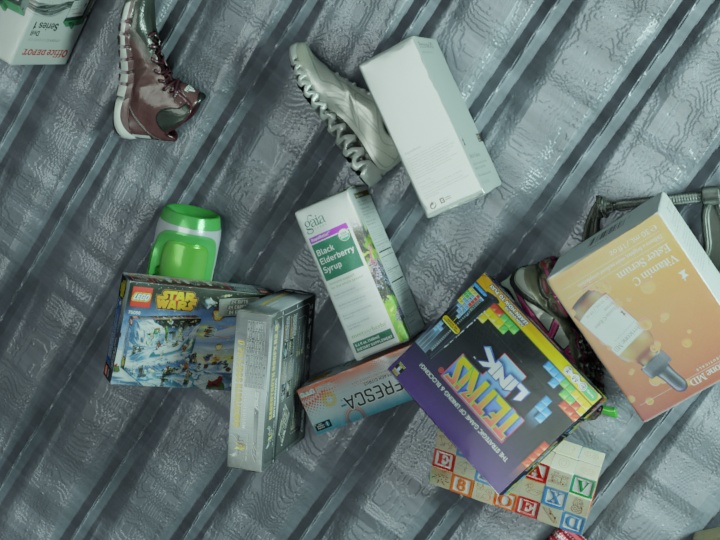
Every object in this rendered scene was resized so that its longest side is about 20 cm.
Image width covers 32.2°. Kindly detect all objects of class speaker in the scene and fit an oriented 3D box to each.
[{"bbox_3d":[-0.239,0.019,1.636,0.088,0.088,0.201,17,103,15],"label":"speaker"}]

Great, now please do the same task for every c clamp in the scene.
[{"bbox_3d":[0.352,-0.058,1.462,0.199,0.027,0.172,-11,101,19],"label":"c clamp"}]

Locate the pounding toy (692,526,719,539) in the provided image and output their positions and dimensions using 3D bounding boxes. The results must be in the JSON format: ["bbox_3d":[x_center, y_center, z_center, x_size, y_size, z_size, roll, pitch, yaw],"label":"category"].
[{"bbox_3d":[0.494,0.396,1.418,0.183,0.142,0.201,-18,92,20],"label":"pounding toy"}]

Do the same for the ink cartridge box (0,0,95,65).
[{"bbox_3d":[-0.404,-0.367,1.601,0.084,0.146,0.201,32,107,10],"label":"ink cartridge box"}]

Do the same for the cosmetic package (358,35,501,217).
[{"bbox_3d":[0.085,-0.172,1.486,0.081,0.113,0.201,-23,93,19],"label":"cosmetic package"}]

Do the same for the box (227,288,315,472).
[{"bbox_3d":[-0.111,0.135,1.572,0.048,0.158,0.202,7,101,17],"label":"box"}]

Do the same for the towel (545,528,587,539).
[{"bbox_3d":[0.248,0.432,1.570,0.144,0.022,0.200,41,106,11],"label":"towel"}]

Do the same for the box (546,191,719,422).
[{"bbox_3d":[0.335,0.041,1.422,0.152,0.106,0.201,-34,93,22],"label":"box"}]

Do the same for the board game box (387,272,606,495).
[{"bbox_3d":[0.157,0.131,1.450,0.165,0.057,0.200,-45,71,6],"label":"board game box"}]

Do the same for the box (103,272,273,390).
[{"bbox_3d":[-0.218,0.081,1.595,0.040,0.199,0.138,35,114,58],"label":"box"}]

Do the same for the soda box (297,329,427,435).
[{"bbox_3d":[0.024,0.139,1.576,0.199,0.064,0.069,-23,95,21],"label":"soda box"}]

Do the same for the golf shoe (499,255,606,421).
[{"bbox_3d":[0.232,0.089,1.501,0.092,0.072,0.201,-23,81,26],"label":"golf shoe"}]

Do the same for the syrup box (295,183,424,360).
[{"bbox_3d":[0.000,0.000,1.555,0.078,0.081,0.201,-22,92,20],"label":"syrup box"}]

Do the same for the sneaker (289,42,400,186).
[{"bbox_3d":[-0.016,-0.204,1.543,0.081,0.075,0.201,-35,89,6],"label":"sneaker"}]

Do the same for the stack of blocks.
[{"bbox_3d":[0.192,0.231,1.521,0.199,0.059,0.116,17,122,15],"label":"stack of blocks"}]

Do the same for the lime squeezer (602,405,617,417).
[{"bbox_3d":[0.211,0.162,1.541,0.199,0.038,0.071,-13,126,19],"label":"lime squeezer"}]

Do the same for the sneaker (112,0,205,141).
[{"bbox_3d":[-0.251,-0.261,1.612,0.115,0.076,0.201,13,112,11],"label":"sneaker"}]
